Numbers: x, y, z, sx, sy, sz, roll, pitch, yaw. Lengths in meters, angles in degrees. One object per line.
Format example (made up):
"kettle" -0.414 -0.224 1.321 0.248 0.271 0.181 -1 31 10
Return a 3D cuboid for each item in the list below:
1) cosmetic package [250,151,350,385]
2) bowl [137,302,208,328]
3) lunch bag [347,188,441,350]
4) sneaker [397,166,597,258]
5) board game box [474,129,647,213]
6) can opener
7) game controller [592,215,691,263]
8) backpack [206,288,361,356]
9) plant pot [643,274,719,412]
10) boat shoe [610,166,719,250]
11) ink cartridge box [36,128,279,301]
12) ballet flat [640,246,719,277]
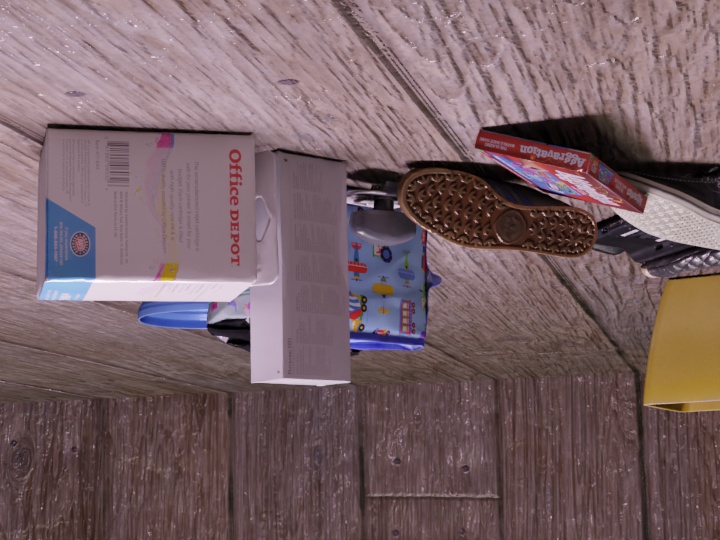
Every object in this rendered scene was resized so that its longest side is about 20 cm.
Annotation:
"cosmetic package" -0.056 0.000 1.363 0.082 0.201 0.051 8 168 -44
"bowl" -0.212 0.051 2.138 0.200 0.040 0.201 -1 170 0
"lunch bag" 0.000 0.000 1.522 0.199 0.151 0.094 5 169 -34
"sneaker" 0.120 -0.055 1.459 0.199 0.067 0.090 13 -174 -16
"board game box" 0.182 -0.085 1.351 0.103 0.020 0.200 13 178 25
"can opener" 0.057 -0.049 1.492 0.053 0.067 0.200 -9 168 43
"game controller" 0.327 -0.046 1.676 0.104 0.042 0.200 16 165 -15
"backpack" -0.082 0.032 1.785 0.199 0.127 0.167 -3 159 17
"plant pot" 0.514 0.101 2.138 0.199 0.177 0.200 -7 169 27
"boat shoe" 0.327 -0.065 1.461 0.199 0.062 0.075 14 154 -4
"ink cartridge box" -0.173 -0.042 1.307 0.199 0.129 0.125 2 171 -15
"ballet flat" 0.401 -0.015 1.742 0.200 0.057 0.066 -15 -154 51
